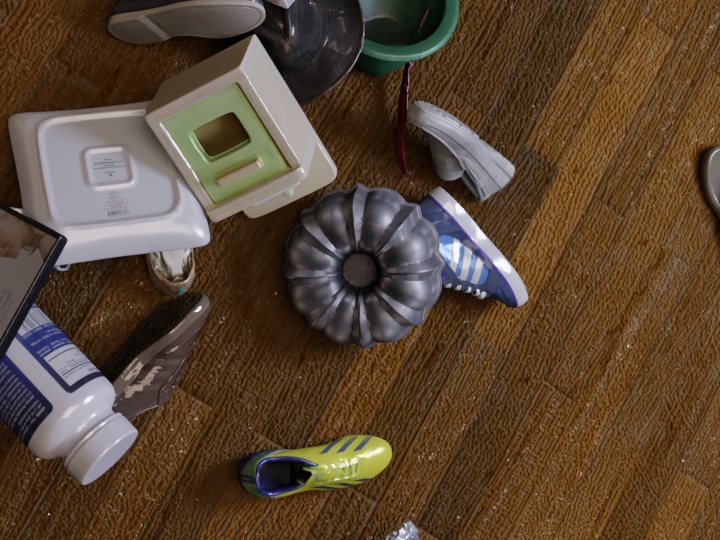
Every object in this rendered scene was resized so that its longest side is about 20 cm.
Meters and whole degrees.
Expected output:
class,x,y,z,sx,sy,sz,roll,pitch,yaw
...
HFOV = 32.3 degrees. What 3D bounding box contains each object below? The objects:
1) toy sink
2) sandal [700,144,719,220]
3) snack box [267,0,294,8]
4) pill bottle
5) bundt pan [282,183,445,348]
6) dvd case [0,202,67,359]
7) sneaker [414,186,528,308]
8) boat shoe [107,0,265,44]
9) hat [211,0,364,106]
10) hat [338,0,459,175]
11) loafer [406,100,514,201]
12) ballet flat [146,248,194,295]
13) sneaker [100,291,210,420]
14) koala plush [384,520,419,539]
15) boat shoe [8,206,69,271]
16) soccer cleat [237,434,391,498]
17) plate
class,x,y,z,sx,sy,sz,roll,pitch,yaw
toy sink,-0.130,-0.138,1.409,0.130,0.112,0.201,-23,116,17
sandal,0.533,-0.080,1.732,0.080,0.054,0.201,-17,97,-19
snack box,-0.132,-0.359,1.417,0.072,0.200,0.024,-52,144,-11
pill bottle,-0.338,0.132,1.348,0.111,0.111,0.200,-43,81,-14
bundt pan,0.000,0.000,1.481,0.200,0.076,0.203,1,98,6
dvd case,-0.417,-0.010,1.325,0.143,0.199,0.018,-62,152,-5
sneaker,0.102,0.009,1.568,0.146,0.081,0.200,-42,110,-4
boat shoe,-0.196,-0.302,1.403,0.073,0.199,0.063,41,53,-58
hat,-0.094,-0.294,1.433,0.199,0.081,0.202,-2,83,12
hat,0.025,-0.270,1.560,0.165,0.176,0.201,18,60,3
loafer,0.118,-0.144,1.541,0.200,0.070,0.070,32,100,-43
ballet flat,-0.230,-0.069,1.442,0.070,0.065,0.201,-19,97,-17
sneaker,-0.240,0.113,1.452,0.200,0.070,0.076,-45,122,-9
koala plush,0.004,0.406,1.494,0.199,0.183,0.178,-15,97,-31
boat shoe,-0.345,-0.030,1.397,0.199,0.072,0.068,9,89,-16
soccer cleat,-0.049,0.241,1.505,0.199,0.084,0.065,-5,92,-20
plate,-0.281,-0.108,1.388,0.198,0.032,0.201,-8,64,-17
